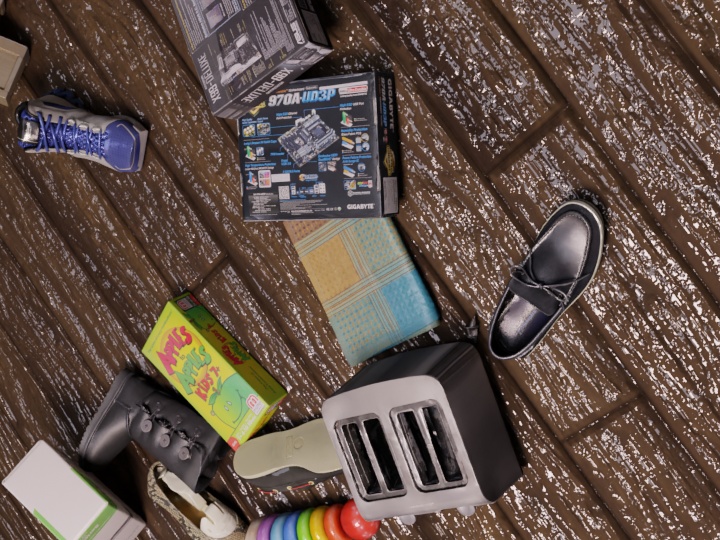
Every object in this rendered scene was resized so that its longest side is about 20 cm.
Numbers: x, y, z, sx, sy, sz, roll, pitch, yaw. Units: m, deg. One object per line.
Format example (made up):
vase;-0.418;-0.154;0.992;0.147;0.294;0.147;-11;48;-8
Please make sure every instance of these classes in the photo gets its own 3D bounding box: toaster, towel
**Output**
toaster;0.071;0.183;1.067;0.179;0.118;0.203;-17;96;33
towel;0.000;0.000;1.112;0.145;0.022;0.203;-27;89;33

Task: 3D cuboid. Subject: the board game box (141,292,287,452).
board game box;-0.202;0.138;1.259;0.200;0.047;0.102;43;122;12

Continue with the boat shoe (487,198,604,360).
boat shoe;0.193;0.017;0.975;0.074;0.062;0.202;37;119;18

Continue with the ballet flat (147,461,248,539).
ballet flat;-0.234;0.342;1.326;0.198;0.068;0.076;32;142;21

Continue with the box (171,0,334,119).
box;-0.134;-0.300;1.049;0.156;0.049;0.203;-29;77;31

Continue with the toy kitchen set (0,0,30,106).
toy kitchen set;-0.569;-0.336;1.330;0.197;0.180;0.166;22;78;-12

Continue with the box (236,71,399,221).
box;-0.053;-0.140;1.070;0.197;0.046;0.162;0;96;31

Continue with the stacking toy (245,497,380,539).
stacking toy;-0.058;0.349;1.223;0.198;0.085;0.086;-25;92;30

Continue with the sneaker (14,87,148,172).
sneaker;-0.390;-0.179;1.232;0.197;0.115;0.082;25;118;22

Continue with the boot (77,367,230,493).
boot;-0.296;0.259;1.321;0.198;0.066;0.167;27;95;19

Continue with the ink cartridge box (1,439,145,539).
ink cartridge box;-0.419;0.348;1.368;0.145;0.084;0.201;36;163;17

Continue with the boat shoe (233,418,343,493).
boat shoe;-0.068;0.245;1.208;0.198;0.075;0.063;-15;138;23
